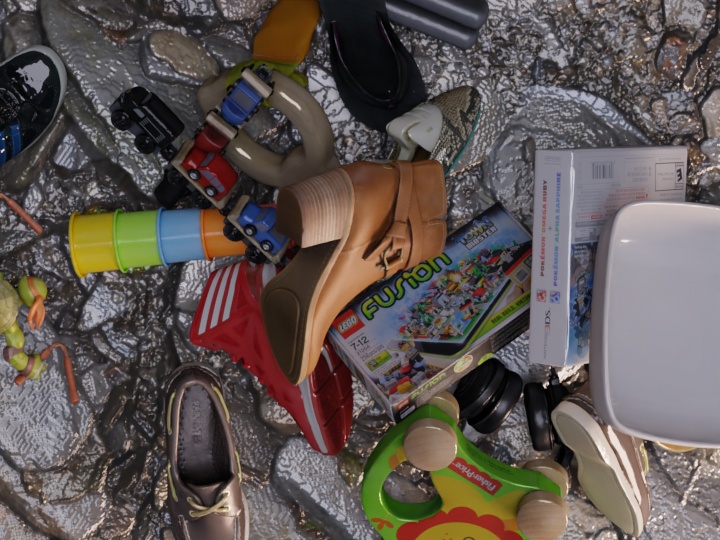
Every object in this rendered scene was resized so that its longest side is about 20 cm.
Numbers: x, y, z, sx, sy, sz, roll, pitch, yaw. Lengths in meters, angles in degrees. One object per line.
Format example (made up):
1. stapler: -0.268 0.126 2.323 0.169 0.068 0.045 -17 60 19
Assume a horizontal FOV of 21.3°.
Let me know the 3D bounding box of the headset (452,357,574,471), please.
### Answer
1. headset: 0.144 0.116 1.749 0.122 0.094 0.201 16 110 -7

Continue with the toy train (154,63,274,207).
1. toy train: -0.129 -0.114 1.651 0.034 0.046 0.200 41 137 -3

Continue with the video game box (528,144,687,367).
1. video game box: 0.219 -0.017 1.677 0.047 0.199 0.184 3 95 38

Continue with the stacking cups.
1. stacking cups: -0.156 -0.036 1.694 0.198 0.061 0.061 -8 96 7

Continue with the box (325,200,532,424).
1. box: 0.077 0.036 1.692 0.199 0.035 0.110 -35 58 -12

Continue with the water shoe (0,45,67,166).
1. water shoe: -0.335 -0.116 1.681 0.200 0.079 0.072 -44 97 2

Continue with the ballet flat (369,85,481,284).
1. ballet flat: 0.037 -0.085 1.681 0.075 0.068 0.201 32 87 -41

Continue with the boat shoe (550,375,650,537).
1. boat shoe: 0.227 0.166 1.715 0.060 0.072 0.201 -48 137 -18

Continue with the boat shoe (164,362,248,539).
1. boat shoe: -0.141 0.187 1.725 0.071 0.060 0.202 -6 96 -3

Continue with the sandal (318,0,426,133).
1. sandal: 0.004 -0.192 1.669 0.075 0.048 0.201 -18 127 7

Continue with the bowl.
1. bowl: 0.276 0.049 1.611 0.198 0.075 0.202 6 81 -21

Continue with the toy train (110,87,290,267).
1. toy train: -0.129 -0.079 1.616 0.200 0.034 0.046 45 129 -15

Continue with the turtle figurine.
1. turtle figurine: -0.340 0.046 1.705 0.160 0.064 0.202 -20 97 -1

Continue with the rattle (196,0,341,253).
1. rattle: -0.046 -0.125 1.722 0.130 0.143 0.200 -27 115 32

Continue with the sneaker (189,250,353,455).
1. sneaker: -0.083 0.077 1.733 0.115 0.078 0.202 -5 111 27

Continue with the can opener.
1. can opener: 0.015 -0.243 1.696 0.198 0.067 0.053 18 139 -9

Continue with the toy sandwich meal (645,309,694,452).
1. toy sandwich meal: 0.314 0.072 1.702 0.204 0.070 0.207 -8 102 -44

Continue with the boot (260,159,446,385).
1. boot: 0.000 0.000 1.630 0.154 0.074 0.201 -14 130 -31

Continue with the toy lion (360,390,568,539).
1. toy lion: 0.081 0.228 1.724 0.199 0.069 0.192 34 117 -14
